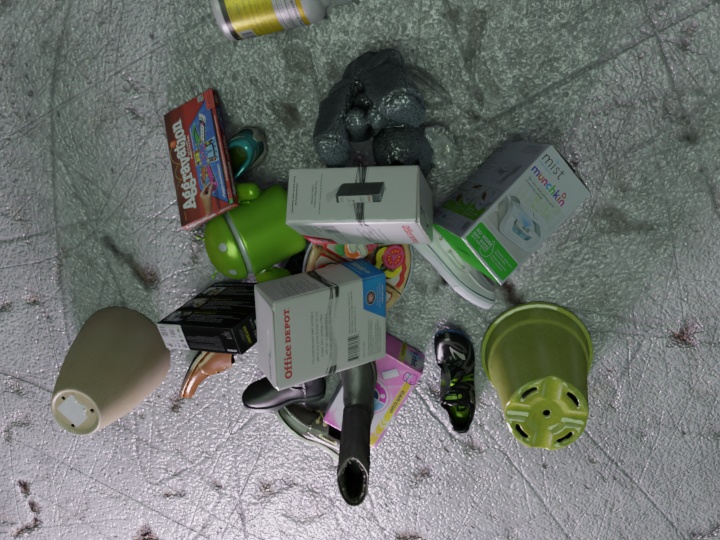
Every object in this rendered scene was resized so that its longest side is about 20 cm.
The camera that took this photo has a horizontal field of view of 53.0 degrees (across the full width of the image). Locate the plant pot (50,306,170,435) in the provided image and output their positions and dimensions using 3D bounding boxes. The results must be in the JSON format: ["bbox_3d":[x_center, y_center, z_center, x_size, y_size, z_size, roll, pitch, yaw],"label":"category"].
[{"bbox_3d":[-0.469,0.198,1.308,0.181,0.201,0.193,3,115,7],"label":"plant pot"}]

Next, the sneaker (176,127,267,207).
[{"bbox_3d":[-0.237,-0.159,1.182,0.199,0.080,0.078,-40,103,22],"label":"sneaker"}]

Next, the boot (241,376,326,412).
[{"bbox_3d":[-0.141,0.161,1.269,0.160,0.067,0.203,-11,139,-9],"label":"boot"}]

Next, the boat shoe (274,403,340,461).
[{"bbox_3d":[-0.068,0.297,1.362,0.199,0.073,0.061,34,114,-14],"label":"boat shoe"}]

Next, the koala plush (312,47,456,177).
[{"bbox_3d":[0.048,-0.208,1.093,0.174,0.187,0.200,-26,129,24],"label":"koala plush"}]

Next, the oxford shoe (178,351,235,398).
[{"bbox_3d":[-0.275,0.172,1.340,0.070,0.072,0.201,32,113,-12],"label":"oxford shoe"}]

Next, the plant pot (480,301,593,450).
[{"bbox_3d":[0.298,0.186,1.194,0.194,0.185,0.206,3,115,7],"label":"plant pot"}]

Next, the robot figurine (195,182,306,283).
[{"bbox_3d":[-0.165,-0.062,1.171,0.196,0.116,0.179,-25,116,-13],"label":"robot figurine"}]

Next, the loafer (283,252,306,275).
[{"bbox_3d":[-0.132,0.064,1.268,0.066,0.071,0.205,21,115,-1],"label":"loafer"}]

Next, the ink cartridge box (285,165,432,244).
[{"bbox_3d":[0.004,-0.093,1.071,0.194,0.144,0.087,1,80,14],"label":"ink cartridge box"}]

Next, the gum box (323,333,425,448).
[{"bbox_3d":[0.021,0.218,1.313,0.111,0.066,0.203,28,115,-3],"label":"gum box"}]

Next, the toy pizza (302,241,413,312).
[{"bbox_3d":[0.000,0.000,1.201,0.194,0.032,0.206,-7,114,-15],"label":"toy pizza"}]

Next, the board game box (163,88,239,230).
[{"bbox_3d":[-0.254,-0.177,1.142,0.101,0.019,0.205,-22,70,21],"label":"board game box"}]

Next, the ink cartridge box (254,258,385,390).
[{"bbox_3d":[-0.061,0.080,1.125,0.195,0.084,0.150,-12,116,-27],"label":"ink cartridge box"}]

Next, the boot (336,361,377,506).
[{"bbox_3d":[-0.011,0.247,1.184,0.070,0.201,0.187,-5,112,13],"label":"boot"}]

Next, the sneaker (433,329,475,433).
[{"bbox_3d":[0.171,0.196,1.273,0.069,0.083,0.205,-7,112,11],"label":"sneaker"}]

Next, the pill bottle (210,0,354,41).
[{"bbox_3d":[-0.110,-0.406,1.038,0.194,0.112,0.114,-8,113,11],"label":"pill bottle"}]

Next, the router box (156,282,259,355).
[{"bbox_3d":[-0.222,0.075,1.204,0.196,0.149,0.052,0,118,40],"label":"router box"}]

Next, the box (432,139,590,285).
[{"bbox_3d":[0.207,-0.093,1.053,0.176,0.200,0.097,-45,102,1],"label":"box"}]

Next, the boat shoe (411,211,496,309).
[{"bbox_3d":[0.159,-0.021,1.185,0.199,0.074,0.067,40,114,-9],"label":"boat shoe"}]
